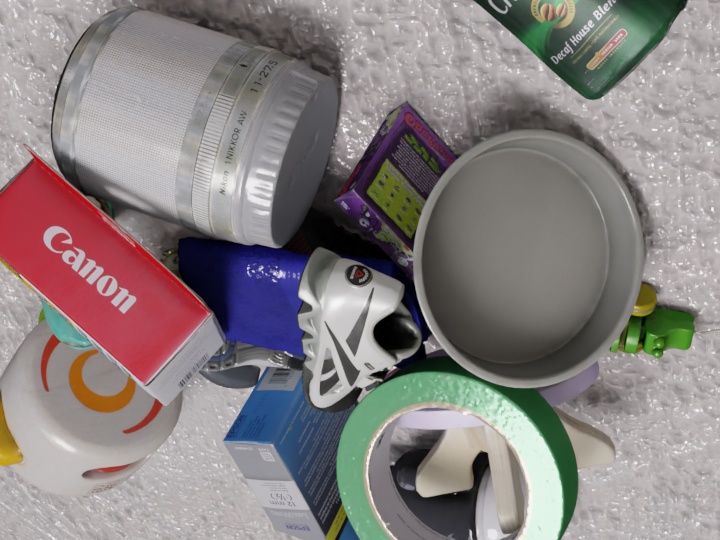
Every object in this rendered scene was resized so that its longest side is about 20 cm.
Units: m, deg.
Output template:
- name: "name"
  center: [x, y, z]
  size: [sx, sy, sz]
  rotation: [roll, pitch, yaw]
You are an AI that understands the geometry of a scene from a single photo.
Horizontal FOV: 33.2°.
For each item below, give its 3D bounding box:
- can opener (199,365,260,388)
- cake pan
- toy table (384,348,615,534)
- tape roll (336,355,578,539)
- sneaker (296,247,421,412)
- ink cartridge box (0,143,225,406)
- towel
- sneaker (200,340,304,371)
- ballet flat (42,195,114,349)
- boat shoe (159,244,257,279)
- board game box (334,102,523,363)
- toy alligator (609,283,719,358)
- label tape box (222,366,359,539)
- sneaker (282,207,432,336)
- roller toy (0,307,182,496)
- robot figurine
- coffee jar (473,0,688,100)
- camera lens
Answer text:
- name: "can opener"
  center: [-0.171, 0.069, 1.207]
  size: [0.200, 0.067, 0.053]
  rotation: [24, 163, -41]
- name: "cake pan"
  center: [0.127, -0.010, 0.945]
  size: [0.200, 0.200, 0.037]
  rotation: [45, 168, -17]
- name: "toy table"
  center: [0.125, 0.139, 1.098]
  size: [0.200, 0.184, 0.117]
  rotation: [-7, 113, 24]
- name: "tape roll"
  center: [0.079, 0.173, 1.012]
  size: [0.200, 0.048, 0.201]
  rotation: [7, 107, 24]
- name: "sneaker"
  center: [0.003, 0.064, 0.953]
  size: [0.088, 0.074, 0.200]
  rotation: [14, 150, 11]
- name: "ink cartridge box"
  center: [-0.217, 0.008, 0.996]
  size: [0.200, 0.084, 0.176]
  rotation: [40, 169, 7]
- name: "towel"
  center: [-0.046, 0.023, 1.036]
  size: [0.200, 0.050, 0.148]
  rotation: [7, 148, 19]
- name: "sneaker"
  center: [-0.120, 0.065, 1.167]
  size: [0.200, 0.075, 0.087]
  rotation: [12, 173, -20]
- name: "ballet flat"
  center: [-0.264, -0.014, 1.135]
  size: [0.067, 0.200, 0.070]
  rotation: [-1, 129, -9]
- name: "boat shoe"
  center: [-0.137, -0.003, 1.176]
  size: [0.201, 0.063, 0.073]
  rotation: [-1, 166, 35]
- name: "board game box"
  center: [0.075, -0.029, 0.989]
  size: [0.200, 0.120, 0.032]
  rotation: [46, 140, -17]
- name: "toy alligator"
  center: [0.238, 0.051, 1.028]
  size: [0.200, 0.054, 0.059]
  rotation: [14, 136, 15]
- name: "label tape box"
  center: [-0.050, 0.194, 1.250]
  size: [0.066, 0.143, 0.200]
  rotation: [-1, 130, 28]
- name: "sneaker"
  center: [0.000, 0.000, 1.092]
  size: [0.098, 0.071, 0.200]
  rotation: [-25, 118, 41]
- name: "roller toy"
  center: [-0.297, 0.145, 1.299]
  size: [0.182, 0.200, 0.140]
  rotation: [32, 139, -12]
- name: "robot figurine"
  center: [0.102, 0.244, 1.237]
  size: [0.200, 0.150, 0.125]
  rotation: [-3, 96, 31]
- name: "coffee jar"
  center: [0.115, -0.212, 0.817]
  size: [0.200, 0.085, 0.104]
  rotation: [35, 137, -7]
- name: "camera lens"
  center: [-0.136, -0.117, 0.985]
  size: [0.200, 0.160, 0.160]
  rotation: [19, 137, 10]
